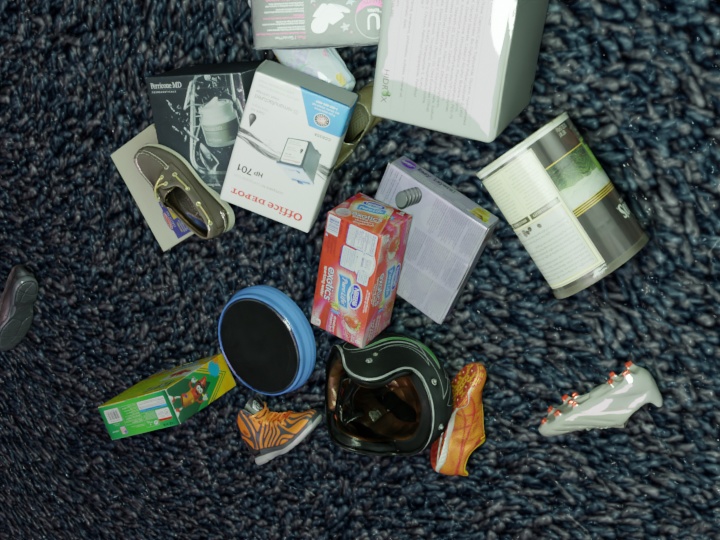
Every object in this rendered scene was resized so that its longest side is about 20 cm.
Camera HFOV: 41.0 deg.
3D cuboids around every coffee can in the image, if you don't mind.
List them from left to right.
[{"bbox_3d":[0.267,-0.086,1.279,0.146,0.146,0.201,-33,91,37],"label":"coffee can"}]

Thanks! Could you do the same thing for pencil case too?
[{"bbox_3d":[-0.085,-0.340,1.430,0.090,0.083,0.202,-27,95,23],"label":"pencil case"}]

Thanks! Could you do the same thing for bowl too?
[{"bbox_3d":[-0.171,0.128,1.710,0.198,0.039,0.204,13,116,29],"label":"bowl"}]

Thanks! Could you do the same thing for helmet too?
[{"bbox_3d":[0.048,0.193,1.511,0.187,0.201,0.203,3,120,-14],"label":"helmet"}]

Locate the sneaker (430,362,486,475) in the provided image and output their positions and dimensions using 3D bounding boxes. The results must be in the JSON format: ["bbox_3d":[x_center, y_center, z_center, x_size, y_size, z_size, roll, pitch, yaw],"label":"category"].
[{"bbox_3d":[0.170,0.236,1.543,0.076,0.073,0.203,9,114,-13],"label":"sneaker"}]

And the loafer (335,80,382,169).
[{"bbox_3d":[-0.032,-0.212,1.461,0.076,0.067,0.200,49,127,4],"label":"loafer"}]

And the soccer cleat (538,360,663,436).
[{"bbox_3d":[0.348,0.208,1.410,0.199,0.069,0.078,-37,93,35],"label":"soccer cleat"}]

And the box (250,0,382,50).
[{"bbox_3d":[-0.045,-0.364,1.315,0.196,0.132,0.117,-1,105,3],"label":"box"}]

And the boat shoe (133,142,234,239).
[{"bbox_3d":[-0.287,-0.125,1.514,0.200,0.059,0.072,42,129,8],"label":"boat shoe"}]

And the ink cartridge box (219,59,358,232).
[{"bbox_3d":[-0.105,-0.179,1.393,0.144,0.086,0.202,20,113,-1],"label":"ink cartridge box"}]

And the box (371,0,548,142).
[{"bbox_3d":[0.132,-0.297,1.231,0.169,0.199,0.203,16,118,18],"label":"box"}]

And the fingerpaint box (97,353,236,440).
[{"bbox_3d":[-0.361,0.237,1.802,0.198,0.166,0.074,-18,99,35],"label":"fingerpaint box"}]

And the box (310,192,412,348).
[{"bbox_3d":[0.000,0.000,1.456,0.099,0.095,0.203,25,123,23],"label":"box"}]

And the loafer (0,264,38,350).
[{"bbox_3d":[-0.733,0.078,2.038,0.063,0.071,0.201,47,123,30],"label":"loafer"}]

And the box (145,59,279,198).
[{"bbox_3d":[-0.217,-0.225,1.539,0.197,0.124,0.200,4,111,31],"label":"box"}]

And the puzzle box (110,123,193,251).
[{"bbox_3d":[-0.354,-0.147,1.718,0.132,0.025,0.202,-24,97,36],"label":"puzzle box"}]

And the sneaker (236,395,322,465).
[{"bbox_3d":[-0.160,0.275,1.749,0.199,0.077,0.113,-35,91,37],"label":"sneaker"}]

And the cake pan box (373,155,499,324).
[{"bbox_3d":[0.092,-0.042,1.470,0.183,0.052,0.202,34,125,17],"label":"cake pan box"}]
